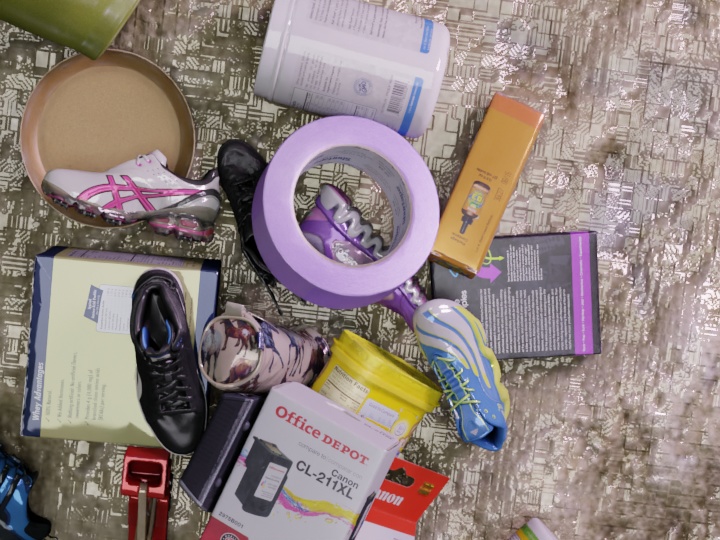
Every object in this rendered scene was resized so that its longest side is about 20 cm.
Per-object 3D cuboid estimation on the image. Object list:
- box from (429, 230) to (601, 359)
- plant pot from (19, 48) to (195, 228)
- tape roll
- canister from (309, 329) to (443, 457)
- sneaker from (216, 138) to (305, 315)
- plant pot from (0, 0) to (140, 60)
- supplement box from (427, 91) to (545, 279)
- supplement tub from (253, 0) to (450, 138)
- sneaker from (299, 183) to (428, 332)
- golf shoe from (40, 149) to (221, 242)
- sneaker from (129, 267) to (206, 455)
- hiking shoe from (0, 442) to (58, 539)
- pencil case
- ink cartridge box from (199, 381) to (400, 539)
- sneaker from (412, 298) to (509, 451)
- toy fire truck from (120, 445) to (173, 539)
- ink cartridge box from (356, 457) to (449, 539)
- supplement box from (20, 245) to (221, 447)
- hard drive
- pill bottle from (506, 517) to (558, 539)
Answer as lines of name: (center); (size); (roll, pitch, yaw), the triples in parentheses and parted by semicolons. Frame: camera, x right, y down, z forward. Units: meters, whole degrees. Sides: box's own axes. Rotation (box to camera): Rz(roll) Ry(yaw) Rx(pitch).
box: (0.180, 0.030, 1.636); (0.197, 0.036, 0.145); (-3, 94, -5)
plant pot: (-0.286, -0.149, 1.593); (0.197, 0.027, 0.203); (0, 94, -3)
tape roll: (-0.016, -0.063, 1.525); (0.197, 0.066, 0.203); (4, 76, -15)
canister: (-0.016, 0.187, 1.590); (0.148, 0.086, 0.201); (30, 95, -42)
sneaker: (-0.112, -0.052, 1.574); (0.059, 0.104, 0.202); (-20, 96, -1)
plant pot: (-0.328, -0.333, 1.503); (0.192, 0.200, 0.201); (34, 92, -16)
supplement box: (0.140, -0.095, 1.587); (0.066, 0.069, 0.202); (24, 80, 1)
supplement tub: (-0.010, -0.233, 1.552); (0.197, 0.132, 0.134); (15, 94, -5)
sneaker: (0.000, 0.000, 1.604); (0.088, 0.080, 0.200); (-42, 90, 5)
golf shoe: (-0.253, -0.092, 1.555); (0.197, 0.073, 0.093); (12, 88, -15)
sneaker: (-0.205, 0.102, 1.442); (0.072, 0.112, 0.203); (-10, 96, -3)
hiking shoe: (-0.415, 0.229, 1.602); (0.086, 0.074, 0.203); (-17, 106, -10)
pencil case: (-0.101, 0.091, 1.546); (0.077, 0.200, 0.091); (21, 91, 23)
ink cartridge box: (-0.067, 0.240, 1.488); (0.144, 0.083, 0.202); (26, 95, 12)
sneaker: (0.122, 0.125, 1.569); (0.075, 0.106, 0.201); (-26, 126, 14)
toy fire truck: (-0.239, 0.277, 1.563); (0.048, 0.141, 0.203); (5, 105, -4)
ink cartridge box: (0.008, 0.308, 1.589); (0.159, 0.047, 0.201); (26, 104, -42)
supplement box: (-0.263, 0.083, 1.560); (0.197, 0.134, 0.203); (5, 95, -4)
hard drive: (-0.146, 0.195, 1.527); (0.042, 0.200, 0.136); (26, 83, 6)
pill bottle: (0.166, 0.394, 1.628); (0.200, 0.111, 0.111); (-42, 96, 1)
